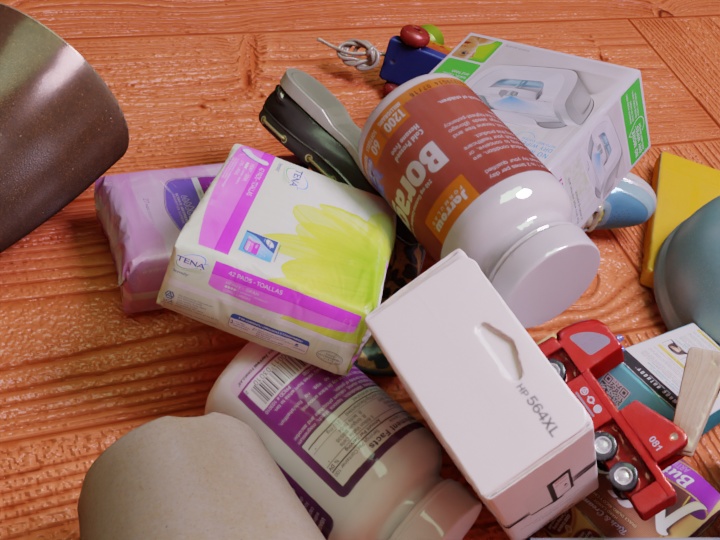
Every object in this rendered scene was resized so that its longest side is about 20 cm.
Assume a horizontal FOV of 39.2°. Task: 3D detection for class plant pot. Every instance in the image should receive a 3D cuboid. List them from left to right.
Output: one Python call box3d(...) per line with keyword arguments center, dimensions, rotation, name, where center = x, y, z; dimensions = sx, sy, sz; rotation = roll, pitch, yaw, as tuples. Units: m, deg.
box3d(center=(-0.327, -0.088, 0.841), dimensions=(0.186, 0.187, 0.200), rotation=(26, 61, 9), name="plant pot")
box3d(center=(-0.095, 0.198, 0.632), dimensions=(0.199, 0.201, 0.184), rotation=(-8, 39, -23), name="plant pot")
box3d(center=(0.394, -0.004, 0.947), dimensions=(0.199, 0.134, 0.201), rotation=(3, 62, -6), name="plant pot")

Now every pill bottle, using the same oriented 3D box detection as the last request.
box3d(center=(-0.012, 0.138, 0.747), dimensions=(0.200, 0.113, 0.112), rotation=(40, 50, 21), name="pill bottle")
box3d(center=(0.090, -0.054, 0.782), dimensions=(0.112, 0.113, 0.200), rotation=(-15, 50, -27), name="pill bottle")

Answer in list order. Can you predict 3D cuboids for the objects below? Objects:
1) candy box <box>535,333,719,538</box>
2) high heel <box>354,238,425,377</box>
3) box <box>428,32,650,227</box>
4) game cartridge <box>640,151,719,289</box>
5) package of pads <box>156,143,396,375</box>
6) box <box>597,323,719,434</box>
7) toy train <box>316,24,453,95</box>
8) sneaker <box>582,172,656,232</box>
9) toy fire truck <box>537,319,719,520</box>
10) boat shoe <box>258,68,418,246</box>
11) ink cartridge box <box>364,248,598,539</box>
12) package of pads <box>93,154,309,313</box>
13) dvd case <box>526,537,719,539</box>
box3d(center=(0.181, 0.156, 0.824), dimensions=(0.116, 0.057, 0.200), rotation=(-24, 57, -33), name="candy box")
box3d(center=(0.000, 0.000, 0.903), dimensions=(0.142, 0.072, 0.200), rotation=(-23, 66, -40), name="high heel")
box3d(center=(0.136, -0.118, 0.947), dimensions=(0.200, 0.097, 0.176), rotation=(25, 61, 40), name="box")
box3d(center=(0.392, -0.031, 1.080), dimensions=(0.176, 0.033, 0.200), rotation=(20, 48, 3), name="game cartridge")
box3d(center=(-0.052, -0.016, 0.778), dimensions=(0.154, 0.068, 0.200), rotation=(21, 29, -5), name="package of pads")
box3d(center=(0.266, 0.100, 0.853), dimensions=(0.082, 0.049, 0.200), rotation=(45, 28, 24), name="box")
box3d(center=(0.061, -0.252, 1.161), dimensions=(0.199, 0.085, 0.116), rotation=(23, 35, 6), name="toy train")
box3d(center=(0.199, -0.042, 1.001), dimensions=(0.199, 0.080, 0.131), rotation=(4, 44, 1), name="sneaker")
box3d(center=(0.230, 0.104, 0.727), dimensions=(0.141, 0.049, 0.200), rotation=(-33, 63, 2), name="toy fire truck")
box3d(center=(-0.012, -0.092, 0.909), dimensions=(0.201, 0.061, 0.072), rotation=(49, 25, 13), name="boat shoe")
box3d(center=(0.090, 0.096, 0.704), dimensions=(0.084, 0.200, 0.146), rotation=(-34, 63, -1), name="ink cartridge box")
box3d(center=(-0.128, -0.035, 0.902), dimensions=(0.199, 0.076, 0.121), rotation=(-9, 53, -23), name="package of pads")
box3d(center=(0.212, 0.253, 0.690), dimensions=(0.199, 0.018, 0.143), rotation=(-5, 55, 17), name="dvd case")
